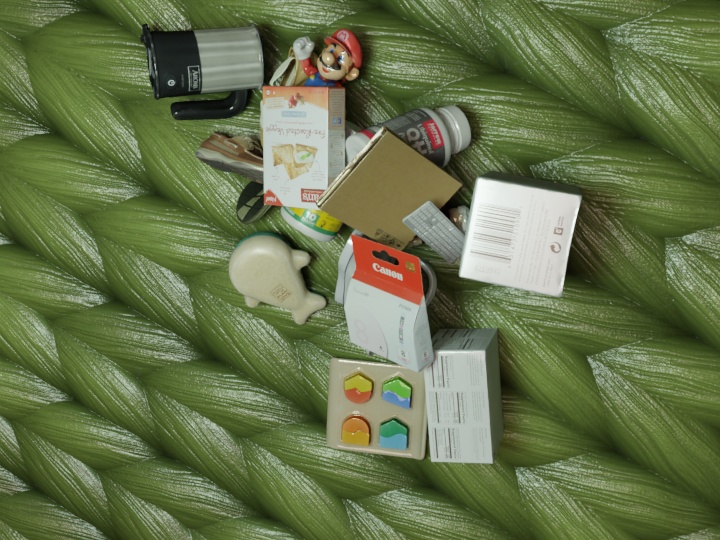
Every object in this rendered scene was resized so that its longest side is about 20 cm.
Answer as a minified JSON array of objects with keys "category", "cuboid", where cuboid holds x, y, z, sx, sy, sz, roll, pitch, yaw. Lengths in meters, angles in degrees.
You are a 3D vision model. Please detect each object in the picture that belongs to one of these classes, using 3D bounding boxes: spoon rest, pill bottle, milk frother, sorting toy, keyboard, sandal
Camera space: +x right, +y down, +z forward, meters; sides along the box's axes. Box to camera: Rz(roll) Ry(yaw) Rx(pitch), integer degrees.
[{"category":"spoon rest","cuboid":[0.075,0.076,1.450,0.061,0.099,0.200,36,99,18]},{"category":"pill bottle","cuboid":[-0.050,-0.162,1.420,0.113,0.113,0.200,33,107,6]},{"category":"milk frother","cuboid":[-0.291,-0.389,1.435,0.188,0.181,0.200,-9,67,-18]},{"category":"sorting toy","cuboid":[0.030,0.266,1.523,0.200,0.036,0.185,6,102,13]},{"category":"pill bottle","cuboid":[0.082,-0.208,1.340,0.200,0.111,0.111,-26,95,-21]},{"category":"keyboard","cuboid":[0.136,-0.062,1.362,0.056,0.200,0.011,-31,58,16]},{"category":"sandal","cuboid":[-0.148,-0.155,1.472,0.201,0.057,0.080,-42,49,7]}]

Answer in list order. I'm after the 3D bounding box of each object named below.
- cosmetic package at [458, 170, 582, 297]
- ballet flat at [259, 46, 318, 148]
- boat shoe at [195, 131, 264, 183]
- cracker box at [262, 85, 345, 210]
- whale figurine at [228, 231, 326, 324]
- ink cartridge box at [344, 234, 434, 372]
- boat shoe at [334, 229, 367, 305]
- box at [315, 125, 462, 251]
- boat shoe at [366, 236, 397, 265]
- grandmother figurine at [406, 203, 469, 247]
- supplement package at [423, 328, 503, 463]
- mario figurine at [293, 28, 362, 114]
[{"category":"cosmetic package","cuboid":[0.266,-0.066,1.312,0.165,0.200,0.165,12,103,12]},{"category":"ballet flat","cuboid":[-0.146,-0.311,1.438,0.069,0.063,0.200,42,108,50]},{"category":"boat shoe","cuboid":[-0.216,-0.212,1.452,0.200,0.076,0.072,20,81,29]},{"category":"cracker box","cuboid":[-0.095,-0.205,1.329,0.134,0.058,0.200,8,105,31]},{"category":"whale figurine","cuboid":[-0.154,0.010,1.502,0.159,0.104,0.200,-41,113,17]},{"category":"ink cartridge box","cuboid":[0.037,0.055,1.316,0.162,0.057,0.200,21,136,42]},{"category":"boat shoe","cuboid":[0.000,0.000,1.425,0.065,0.074,0.200,25,149,11]},{"category":"box","cuboid":[0.050,-0.123,1.279,0.164,0.200,0.021,-47,45,16]},{"category":"boat shoe","cuboid":[0.034,-0.085,1.437,0.075,0.068,0.200,3,102,14]},{"category":"grandmother figurine","cuboid":[0.108,-0.097,1.385,0.200,0.061,0.121,6,127,-18]},{"category":"supplement package","cuboid":[0.185,0.216,1.411,0.111,0.156,0.200,-2,100,18]},{"category":"mario figurine","cuboid":[-0.072,-0.323,1.365,0.123,0.106,0.200,27,102,-25]}]
